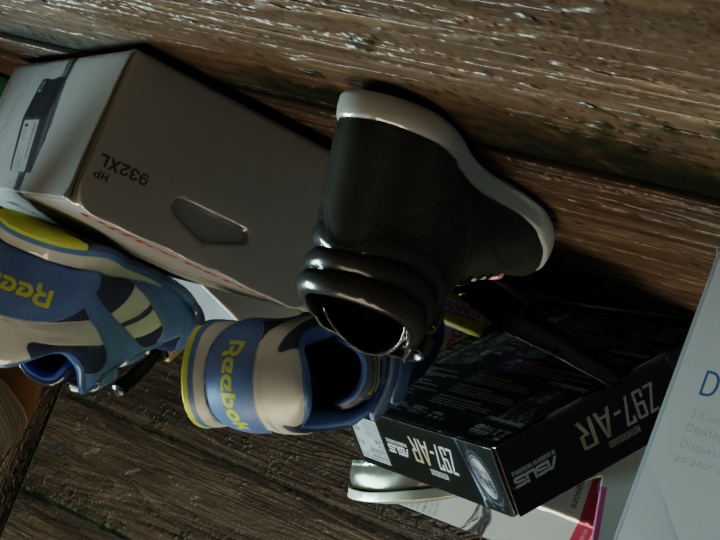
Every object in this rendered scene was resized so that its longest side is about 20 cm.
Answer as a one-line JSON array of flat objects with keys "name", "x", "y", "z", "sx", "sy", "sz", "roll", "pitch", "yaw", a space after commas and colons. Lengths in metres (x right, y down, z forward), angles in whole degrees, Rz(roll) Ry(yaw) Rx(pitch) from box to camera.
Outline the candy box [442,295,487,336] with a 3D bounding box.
[{"name": "candy box", "x": 0.000, "y": 0.000, "z": 1.036, "sx": 0.102, "sy": 0.026, "sz": 0.200, "roll": 23, "pitch": 178, "yaw": -27}]

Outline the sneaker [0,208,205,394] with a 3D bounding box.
[{"name": "sneaker", "x": -0.153, "y": 0.026, "z": 0.829, "sx": 0.074, "sy": 0.082, "sz": 0.200, "roll": 18, "pitch": 175, "yaw": 22}]

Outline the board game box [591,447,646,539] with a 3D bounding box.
[{"name": "board game box", "x": 0.220, "y": 0.144, "z": 1.013, "sx": 0.064, "sy": 0.148, "sz": 0.200, "roll": 6, "pitch": 166, "yaw": 28}]

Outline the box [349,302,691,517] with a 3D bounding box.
[{"name": "box", "x": 0.100, "y": 0.076, "z": 0.898, "sx": 0.200, "sy": 0.160, "sz": 0.044, "roll": 5, "pitch": 118, "yaw": 64}]

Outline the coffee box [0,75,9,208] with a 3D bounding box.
[{"name": "coffee box", "x": -0.271, "y": -0.076, "z": 0.941, "sx": 0.200, "sy": 0.123, "sz": 0.044, "roll": 23, "pitch": 172, "yaw": -25}]

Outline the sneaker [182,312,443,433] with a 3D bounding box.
[{"name": "sneaker", "x": -0.006, "y": 0.052, "z": 0.838, "sx": 0.082, "sy": 0.074, "sz": 0.200, "roll": 0, "pitch": -170, "yaw": 39}]

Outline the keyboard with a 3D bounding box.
[{"name": "keyboard", "x": 0.086, "y": 0.010, "z": 0.867, "sx": 0.104, "sy": 0.040, "sz": 0.200, "roll": 27, "pitch": -177, "yaw": -14}]

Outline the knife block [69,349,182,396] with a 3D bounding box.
[{"name": "knife block", "x": -0.177, "y": 0.039, "z": 1.311, "sx": 0.064, "sy": 0.176, "sz": 0.200, "roll": 20, "pitch": 173, "yaw": 21}]

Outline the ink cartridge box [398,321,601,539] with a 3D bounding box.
[{"name": "ink cartridge box", "x": 0.123, "y": 0.126, "z": 1.127, "sx": 0.200, "sy": 0.145, "sz": 0.083, "roll": 20, "pitch": 147, "yaw": 6}]

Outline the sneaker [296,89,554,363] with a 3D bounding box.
[{"name": "sneaker", "x": 0.028, "y": -0.003, "z": 0.684, "sx": 0.071, "sy": 0.099, "sz": 0.200, "roll": 16, "pitch": 173, "yaw": 27}]

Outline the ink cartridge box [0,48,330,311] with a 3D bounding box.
[{"name": "ink cartridge box", "x": -0.111, "y": -0.049, "z": 0.808, "sx": 0.145, "sy": 0.084, "sz": 0.200, "roll": 26, "pitch": 173, "yaw": -28}]

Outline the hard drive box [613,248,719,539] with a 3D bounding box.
[{"name": "hard drive box", "x": 0.191, "y": 0.105, "z": 0.602, "sx": 0.077, "sy": 0.200, "sz": 0.156, "roll": 27, "pitch": 170, "yaw": -37}]

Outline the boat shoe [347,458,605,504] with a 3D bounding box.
[{"name": "boat shoe", "x": 0.072, "y": 0.122, "z": 1.009, "sx": 0.201, "sy": 0.060, "sz": 0.072, "roll": -13, "pitch": 175, "yaw": 38}]

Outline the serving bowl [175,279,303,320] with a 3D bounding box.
[{"name": "serving bowl", "x": -0.109, "y": -0.014, "z": 1.048, "sx": 0.200, "sy": 0.066, "sz": 0.200, "roll": 41, "pitch": 169, "yaw": 10}]

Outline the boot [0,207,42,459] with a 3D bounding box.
[{"name": "boot", "x": -0.219, "y": 0.004, "z": 0.844, "sx": 0.077, "sy": 0.155, "sz": 0.200, "roll": -4, "pitch": 124, "yaw": 16}]
